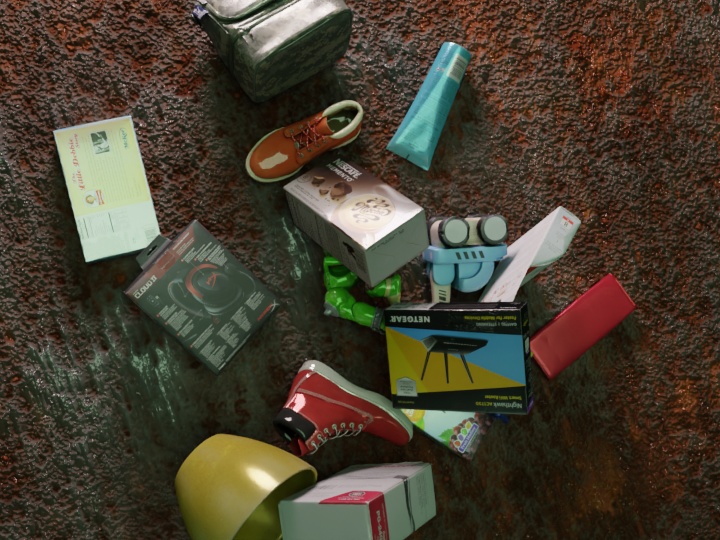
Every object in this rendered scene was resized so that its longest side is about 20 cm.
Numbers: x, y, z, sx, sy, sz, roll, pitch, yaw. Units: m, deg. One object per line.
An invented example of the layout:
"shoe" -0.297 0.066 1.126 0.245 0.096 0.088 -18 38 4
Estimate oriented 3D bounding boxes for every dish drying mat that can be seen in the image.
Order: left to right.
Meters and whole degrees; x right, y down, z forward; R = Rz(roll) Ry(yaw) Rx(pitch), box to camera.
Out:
"dish drying mat" 0.364 0.092 1.442 0.200 0.018 0.077 -37 93 -11

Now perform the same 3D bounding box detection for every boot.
"boot" -0.085 -0.202 1.328 0.199 0.107 0.075 -30 93 -11
"boot" -0.026 0.239 1.289 0.199 0.073 0.145 29 47 -2

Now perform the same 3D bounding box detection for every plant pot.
"plant pot" -0.180 0.317 1.238 0.142 0.200 0.200 36 78 22

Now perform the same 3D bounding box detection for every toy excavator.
"toy excavator" 0.138 0.013 1.369 0.193 0.100 0.201 -4 95 -11

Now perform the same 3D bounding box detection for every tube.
"tube" 0.117 -0.269 1.408 0.077 0.050 0.201 25 85 -4

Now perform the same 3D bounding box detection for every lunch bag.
"lunch bag" -0.135 -0.379 1.322 0.200 0.139 0.168 -34 76 -13

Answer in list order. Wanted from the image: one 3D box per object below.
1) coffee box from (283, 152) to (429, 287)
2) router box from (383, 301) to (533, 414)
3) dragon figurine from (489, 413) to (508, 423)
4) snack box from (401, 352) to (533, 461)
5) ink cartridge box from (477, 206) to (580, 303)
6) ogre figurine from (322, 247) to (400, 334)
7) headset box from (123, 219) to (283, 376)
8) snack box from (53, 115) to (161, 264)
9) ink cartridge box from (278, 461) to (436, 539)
"coffee box" -0.008 -0.079 1.282 0.113 0.080 0.200 -34 49 -21
"router box" 0.138 0.121 1.222 0.199 0.051 0.150 -2 101 25
"dragon figurine" 0.151 0.145 1.296 0.200 0.099 0.059 43 79 -4
"snack box" 0.160 0.177 1.374 0.142 0.053 0.201 33 80 -6
"ink cartridge box" 0.243 0.014 1.319 0.050 0.162 0.200 34 58 -6
"ogre figurine" 0.000 0.000 1.330 0.119 0.098 0.201 0 83 -7
"headset box" -0.239 0.033 1.280 0.200 0.075 0.149 44 78 -13
"snack box" -0.374 -0.120 1.294 0.116 0.037 0.201 -14 88 -14
"ink cartridge box" 0.002 0.338 1.233 0.145 0.200 0.084 -9 88 30
